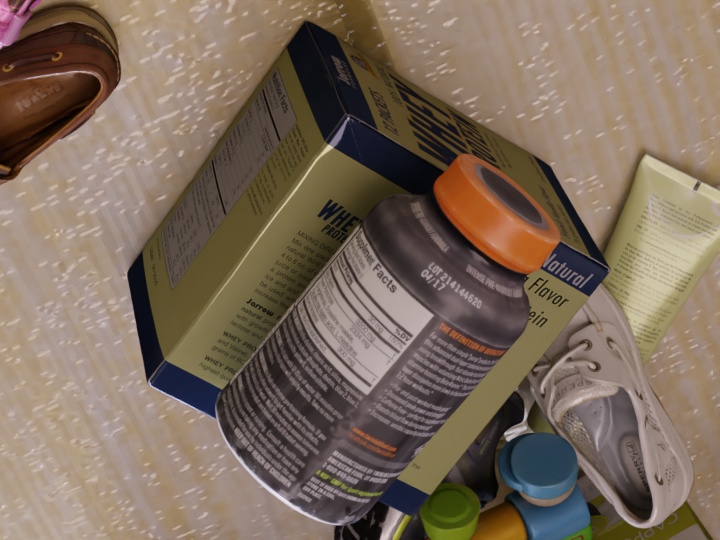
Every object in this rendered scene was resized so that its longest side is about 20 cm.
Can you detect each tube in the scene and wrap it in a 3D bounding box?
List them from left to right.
[{"bbox_3d":[0.174,0.027,1.337,0.058,0.052,0.201,6,118,-41],"label":"tube"}]

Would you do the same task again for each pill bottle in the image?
[{"bbox_3d":[0.020,0.033,1.110,0.106,0.106,0.200,32,109,-27],"label":"pill bottle"}]

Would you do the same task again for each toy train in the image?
[{"bbox_3d":[0.054,0.181,1.291,0.199,0.085,0.116,-23,137,-14],"label":"toy train"}]

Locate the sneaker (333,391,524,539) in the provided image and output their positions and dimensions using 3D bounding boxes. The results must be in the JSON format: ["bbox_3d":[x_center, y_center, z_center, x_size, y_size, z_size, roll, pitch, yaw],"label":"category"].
[{"bbox_3d":[0.046,0.151,1.365,0.081,0.074,0.201,16,116,-24],"label":"sneaker"}]

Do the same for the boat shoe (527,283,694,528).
[{"bbox_3d":[0.142,0.070,1.293,0.071,0.069,0.201,-34,87,24],"label":"boat shoe"}]

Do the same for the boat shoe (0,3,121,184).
[{"bbox_3d":[-0.225,-0.078,1.170,0.199,0.068,0.072,-31,121,5],"label":"boat shoe"}]

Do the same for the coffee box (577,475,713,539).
[{"bbox_3d":[0.183,0.282,1.390,0.199,0.198,0.200,-32,124,5],"label":"coffee box"}]

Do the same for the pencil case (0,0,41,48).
[{"bbox_3d":[-0.250,-0.193,1.084,0.200,0.094,0.091,33,110,-27],"label":"pencil case"}]

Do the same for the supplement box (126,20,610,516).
[{"bbox_3d":[0.000,0.000,1.229,0.199,0.134,0.200,28,110,-25],"label":"supplement box"}]
